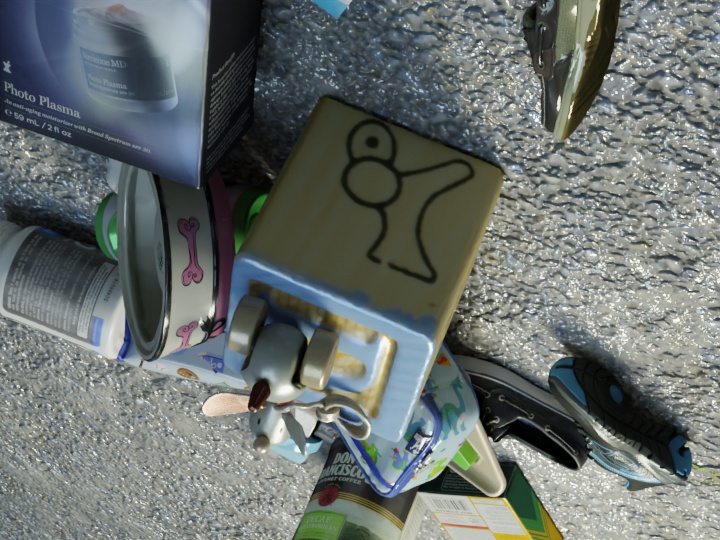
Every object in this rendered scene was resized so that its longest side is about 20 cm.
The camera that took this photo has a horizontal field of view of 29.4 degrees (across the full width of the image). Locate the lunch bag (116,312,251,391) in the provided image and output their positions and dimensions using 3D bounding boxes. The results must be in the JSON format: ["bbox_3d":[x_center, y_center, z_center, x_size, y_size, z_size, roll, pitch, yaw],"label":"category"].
[{"bbox_3d":[-0.143,0.062,1.472,0.168,0.126,0.200,12,-175,13],"label":"lunch bag"}]

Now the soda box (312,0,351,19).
[{"bbox_3d":[0.012,-0.275,1.004,0.064,0.068,0.200,33,145,-10],"label":"soda box"}]

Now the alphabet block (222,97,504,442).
[{"bbox_3d":[0.000,0.000,1.261,0.193,0.201,0.197,24,146,4],"label":"alphabet block"}]

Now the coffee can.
[{"bbox_3d":[-0.006,0.329,1.699,0.145,0.201,0.147,17,145,12],"label":"coffee can"}]

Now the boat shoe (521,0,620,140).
[{"bbox_3d":[0.155,-0.186,1.035,0.065,0.072,0.202,26,147,17],"label":"boat shoe"}]

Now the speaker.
[{"bbox_3d":[-0.178,-0.046,1.420,0.198,0.089,0.089,2,139,32],"label":"speaker"}]

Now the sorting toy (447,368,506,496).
[{"bbox_3d":[0.069,0.147,1.493,0.184,0.036,0.201,33,154,40],"label":"sorting toy"}]

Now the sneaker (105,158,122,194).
[{"bbox_3d":[-0.217,-0.149,1.336,0.080,0.070,0.201,41,142,2],"label":"sneaker"}]

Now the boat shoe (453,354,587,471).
[{"bbox_3d":[0.160,0.159,1.483,0.198,0.067,0.070,26,146,-1],"label":"boat shoe"}]

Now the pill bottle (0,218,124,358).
[{"bbox_3d":[-0.353,0.016,1.591,0.198,0.115,0.114,21,146,8],"label":"pill bottle"}]

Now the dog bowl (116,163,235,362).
[{"bbox_3d":[-0.172,-0.019,1.281,0.073,0.202,0.201,-4,154,-22],"label":"dog bowl"}]

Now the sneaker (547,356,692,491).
[{"bbox_3d":[0.254,0.168,1.419,0.200,0.074,0.082,41,133,-21],"label":"sneaker"}]

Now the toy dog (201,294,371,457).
[{"bbox_3d":[-0.077,0.115,1.197,0.130,0.097,0.201,10,142,24],"label":"toy dog"}]

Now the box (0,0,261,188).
[{"bbox_3d":[-0.193,-0.205,1.136,0.198,0.124,0.200,18,130,11],"label":"box"}]

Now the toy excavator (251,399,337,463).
[{"bbox_3d":[-0.086,0.179,1.628,0.099,0.195,0.201,27,118,-3],"label":"toy excavator"}]

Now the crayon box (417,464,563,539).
[{"bbox_3d":[0.169,0.315,1.698,0.124,0.052,0.201,-2,136,35],"label":"crayon box"}]

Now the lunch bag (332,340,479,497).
[{"bbox_3d":[0.025,0.119,1.405,0.201,0.082,0.161,57,140,23],"label":"lunch bag"}]
